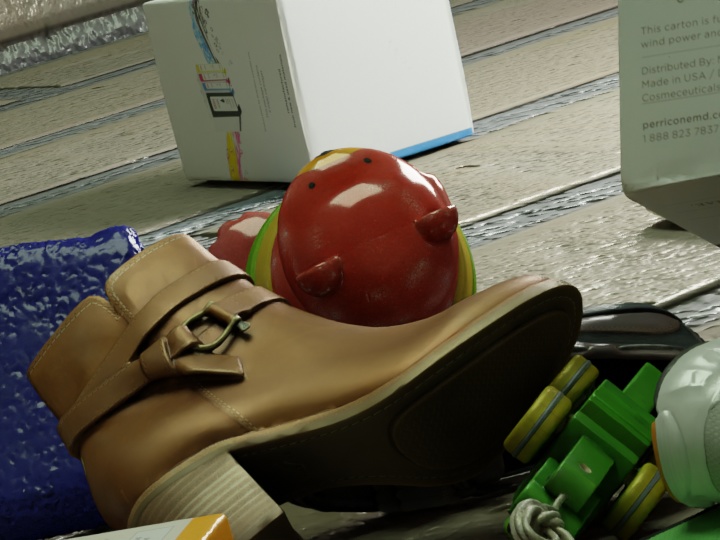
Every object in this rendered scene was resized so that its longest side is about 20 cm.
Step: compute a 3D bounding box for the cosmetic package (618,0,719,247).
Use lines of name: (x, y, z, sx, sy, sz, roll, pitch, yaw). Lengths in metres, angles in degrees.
cosmetic package: (0.231, -0.101, 1.378, 0.164, 0.166, 0.200, -7, -16, 29)

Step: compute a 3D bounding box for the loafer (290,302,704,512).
loafer: (0.059, 0.056, 1.224, 0.199, 0.072, 0.063, -14, 15, -21)

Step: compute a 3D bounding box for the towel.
towel: (-0.185, 0.065, 1.349, 0.199, 0.148, 0.050, -12, -27, 5)

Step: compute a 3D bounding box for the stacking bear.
stacking bear: (0.000, 0.000, 1.310, 0.121, 0.114, 0.200, -18, -8, -5)

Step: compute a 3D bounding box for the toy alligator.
toy alligator: (0.077, 0.083, 1.111, 0.054, 0.059, 0.200, -54, -5, 24)

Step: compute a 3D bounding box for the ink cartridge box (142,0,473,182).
ink cartridge box: (-0.040, -0.151, 2.195, 0.147, 0.145, 0.200, -19, 12, -30)

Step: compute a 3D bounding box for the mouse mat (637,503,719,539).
mouse mat: (0.177, 0.093, 1.047, 0.199, 0.008, 0.161, -21, 13, -33)

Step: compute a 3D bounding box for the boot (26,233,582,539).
boot: (-0.025, 0.035, 1.179, 0.200, 0.077, 0.155, -39, 50, -7)

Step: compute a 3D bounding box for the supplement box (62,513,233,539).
supplement box: (-0.143, 0.147, 0.977, 0.199, 0.074, 0.126, -10, 11, 14)

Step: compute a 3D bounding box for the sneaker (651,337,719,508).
sneaker: (0.201, 0.039, 1.120, 0.092, 0.076, 0.200, 10, 33, 42)

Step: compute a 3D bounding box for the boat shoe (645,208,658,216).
boat shoe: (0.237, -0.064, 1.637, 0.200, 0.063, 0.071, -4, 16, 46)
